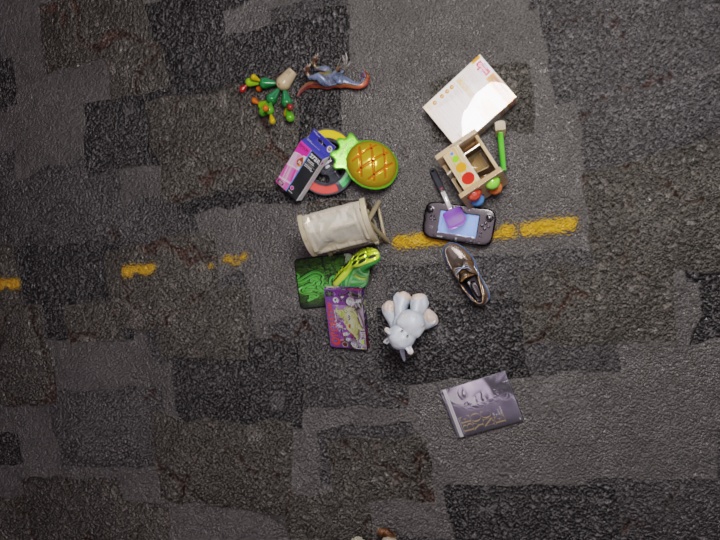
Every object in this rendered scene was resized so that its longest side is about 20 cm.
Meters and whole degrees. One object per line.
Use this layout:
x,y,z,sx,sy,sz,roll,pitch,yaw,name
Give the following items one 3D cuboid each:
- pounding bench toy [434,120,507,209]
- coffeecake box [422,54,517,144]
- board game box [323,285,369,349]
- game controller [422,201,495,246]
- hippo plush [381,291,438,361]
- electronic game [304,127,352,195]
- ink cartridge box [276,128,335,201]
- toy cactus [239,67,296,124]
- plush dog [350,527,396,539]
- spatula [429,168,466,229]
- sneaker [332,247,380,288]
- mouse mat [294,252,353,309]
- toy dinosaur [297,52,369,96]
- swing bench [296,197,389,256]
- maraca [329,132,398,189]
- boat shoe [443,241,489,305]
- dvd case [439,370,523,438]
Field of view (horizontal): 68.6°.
0.330,-0.279,1.394,0.200,0.124,0.156,-33,72,15,pounding bench toy
0.297,-0.449,1.432,0.200,0.073,0.154,-40,83,17,coffeecake box
-0.041,0.142,1.588,0.119,0.032,0.201,4,115,21,board game box
0.275,-0.131,1.484,0.199,0.042,0.105,10,93,17,game controller
0.113,0.154,1.501,0.159,0.161,0.200,42,105,9,hippo plush
-0.101,-0.326,1.586,0.199,0.042,0.201,2,96,17,electronic game
-0.165,-0.315,1.576,0.095,0.037,0.200,43,111,14,ink cartridge box
-0.262,-0.543,1.597,0.200,0.102,0.165,42,96,18,toy cactus
0.065,0.889,1.601,0.160,0.200,0.172,24,115,-20,plush dog
0.236,-0.206,1.473,0.056,0.021,0.201,-23,70,8,spatula
0.000,0.000,1.550,0.083,0.074,0.200,33,135,-20,sneaker
-0.107,0.033,1.641,0.199,0.008,0.162,-7,93,19,mouse mat
-0.069,-0.566,1.556,0.181,0.105,0.200,32,142,-1,toy dinosaur
-0.044,-0.118,1.503,0.198,0.200,0.130,-12,92,18,swing bench
0.012,-0.311,1.509,0.199,0.107,0.138,26,83,-1,maraca
0.298,0.007,1.476,0.072,0.072,0.200,-36,84,17,boat shoe
0.349,0.389,1.527,0.199,0.016,0.149,-21,89,18,dvd case
